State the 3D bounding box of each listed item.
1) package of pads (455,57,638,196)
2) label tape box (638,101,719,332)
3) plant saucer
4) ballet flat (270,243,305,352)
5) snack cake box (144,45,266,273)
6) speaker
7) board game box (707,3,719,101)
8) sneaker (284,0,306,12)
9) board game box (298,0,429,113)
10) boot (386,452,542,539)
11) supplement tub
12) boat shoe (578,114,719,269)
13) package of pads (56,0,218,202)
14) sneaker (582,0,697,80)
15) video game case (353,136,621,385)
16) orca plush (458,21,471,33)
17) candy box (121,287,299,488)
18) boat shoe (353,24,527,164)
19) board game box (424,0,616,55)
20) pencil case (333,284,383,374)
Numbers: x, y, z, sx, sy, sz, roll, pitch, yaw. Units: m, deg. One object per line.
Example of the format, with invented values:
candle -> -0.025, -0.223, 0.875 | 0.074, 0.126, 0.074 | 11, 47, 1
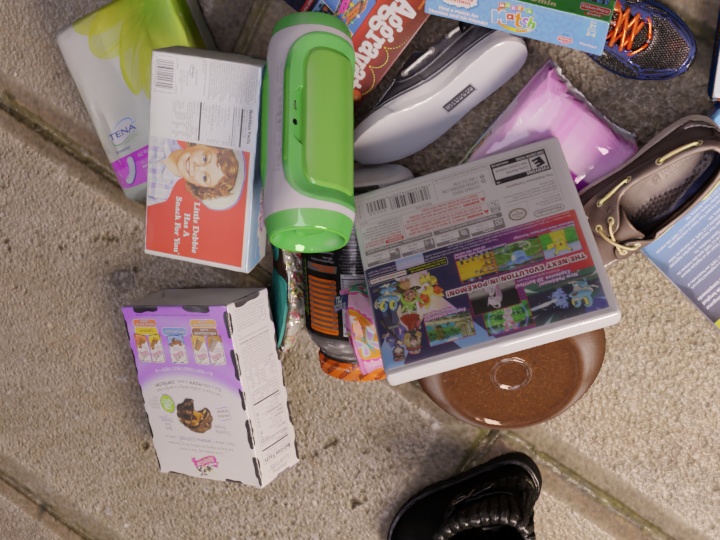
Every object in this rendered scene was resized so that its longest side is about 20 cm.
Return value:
package of pads -> 0.159, -0.086, 0.894 | 0.120, 0.076, 0.201 | 39, 112, -5
label tape box -> 0.351, -0.034, 0.862 | 0.200, 0.066, 0.143 | 44, 112, 0
plant saucer -> 0.149, 0.094, 0.929 | 0.196, 0.037, 0.204 | 1, 126, 1
ballet flat -> -0.066, -0.009, 0.994 | 0.063, 0.076, 0.204 | -6, 111, -17
snack cake box -> -0.147, -0.111, 0.919 | 0.112, 0.067, 0.204 | 10, 108, 8
speaker -> -0.046, -0.124, 0.837 | 0.087, 0.088, 0.205 | -5, 73, 17
board game box -> 0.412, -0.242, 0.792 | 0.192, 0.056, 0.204 | 8, 106, 14
sneaker -> -0.072, -0.315, 0.901 | 0.198, 0.083, 0.074 | 31, 135, -3
board game box -> -0.014, -0.223, 0.893 | 0.102, 0.020, 0.200 | 33, 134, -10
boot -> 0.097, 0.278, 0.969 | 0.210, 0.158, 0.080 | -39, 92, 22
supplement tub -> 0.000, 0.000, 0.942 | 0.120, 0.123, 0.204 | 3, 108, 15
boat shoe -> 0.239, -0.052, 0.822 | 0.072, 0.060, 0.200 | 42, 115, -12
package of pads -> -0.218, -0.190, 0.988 | 0.152, 0.068, 0.203 | -20, 98, 19
sneaker -> 0.211, -0.229, 0.844 | 0.197, 0.078, 0.076 | 27, 111, 8
video game case -> 0.100, -0.012, 0.797 | 0.196, 0.023, 0.185 | -15, 59, 6
orca plush -> 0.030, -0.297, 0.867 | 0.201, 0.071, 0.105 | 49, 116, 9
candy box -> -0.166, 0.126, 1.030 | 0.165, 0.071, 0.204 | -1, 105, 36
boat shoe -> 0.066, -0.182, 0.907 | 0.199, 0.071, 0.069 | -36, 54, 20
board game box -> 0.154, -0.275, 0.793 | 0.148, 0.202, 0.037 | 16, 143, 11
pencil case -> 0.079, 0.031, 0.842 | 0.196, 0.088, 0.089 | -14, 101, 8
